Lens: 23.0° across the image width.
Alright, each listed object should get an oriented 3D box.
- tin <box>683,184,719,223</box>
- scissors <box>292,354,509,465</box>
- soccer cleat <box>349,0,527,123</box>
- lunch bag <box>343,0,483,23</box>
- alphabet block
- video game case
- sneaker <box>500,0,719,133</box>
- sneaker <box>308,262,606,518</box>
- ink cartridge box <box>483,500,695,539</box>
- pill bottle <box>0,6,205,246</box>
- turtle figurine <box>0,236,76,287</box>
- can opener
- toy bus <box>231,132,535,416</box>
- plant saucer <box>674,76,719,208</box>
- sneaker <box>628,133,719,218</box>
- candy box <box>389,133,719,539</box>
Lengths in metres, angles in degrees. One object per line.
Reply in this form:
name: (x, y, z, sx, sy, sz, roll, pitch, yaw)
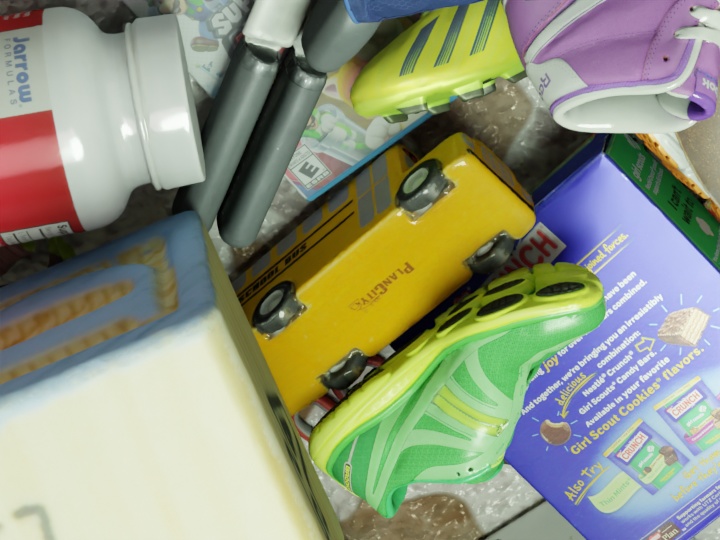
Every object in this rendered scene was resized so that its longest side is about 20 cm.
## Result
tin: (0.223, -0.010, 1.041, 0.112, 0.042, 0.200, 28, 114, -30)
scissors: (0.046, 0.109, 1.103, 0.200, 0.014, 0.073, 29, 111, -28)
soccer cleat: (0.077, -0.142, 0.904, 0.200, 0.065, 0.084, -28, 95, -4)
lunch bag: (0.059, -0.208, 0.785, 0.132, 0.200, 0.136, -5, 128, 14)
alphabet block: (-0.122, 0.113, 0.863, 0.195, 0.196, 0.200, -22, 108, 1)
video game case: (-0.030, -0.142, 0.914, 0.143, 0.018, 0.200, -34, 123, 13)
sneaker: (0.170, -0.126, 0.812, 0.200, 0.114, 0.073, -26, 147, 15)
sneaker: (0.061, 0.064, 0.941, 0.200, 0.074, 0.084, -38, 95, 33)
ink cartridge box: (0.137, 0.254, 1.134, 0.200, 0.146, 0.147, -35, 123, 13)
pill bottle: (-0.182, -0.068, 0.875, 0.200, 0.112, 0.112, -11, 125, -2)
turtle figurine: (-0.238, 0.026, 0.958, 0.161, 0.064, 0.200, -35, 123, 13)
can opener: (-0.043, -0.092, 0.899, 0.053, 0.067, 0.200, 15, 124, -22)
toy bus: (0.000, 0.000, 0.970, 0.200, 0.078, 0.065, -40, 117, 20)
plant saucer: (0.238, -0.105, 0.902, 0.200, 0.034, 0.201, 4, 81, -30)
sneaker: (0.206, -0.077, 0.941, 0.200, 0.076, 0.092, 36, 99, -32)
candy box: (0.146, 0.045, 0.993, 0.200, 0.077, 0.169, 45, 112, -7)
